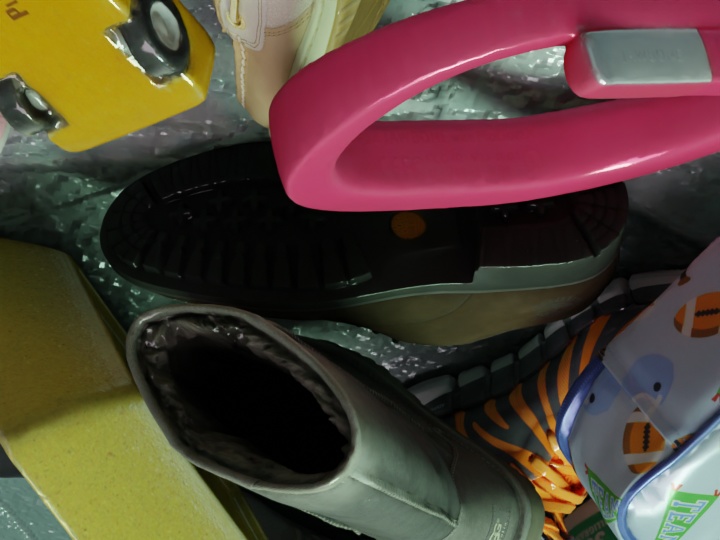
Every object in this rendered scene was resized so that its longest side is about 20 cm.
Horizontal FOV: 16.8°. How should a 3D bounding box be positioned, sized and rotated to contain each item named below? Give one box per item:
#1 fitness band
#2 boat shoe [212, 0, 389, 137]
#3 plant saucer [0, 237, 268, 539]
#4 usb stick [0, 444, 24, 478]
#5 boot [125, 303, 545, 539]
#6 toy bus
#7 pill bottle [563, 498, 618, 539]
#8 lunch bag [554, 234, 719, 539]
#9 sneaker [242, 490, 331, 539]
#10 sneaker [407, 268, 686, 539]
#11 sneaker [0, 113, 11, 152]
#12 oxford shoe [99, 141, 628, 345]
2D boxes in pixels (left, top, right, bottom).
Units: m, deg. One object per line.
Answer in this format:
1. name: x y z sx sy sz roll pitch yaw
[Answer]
1. fitness band: 0.061 -0.057 0.814 0.199 0.038 0.143 -3 166 -43
2. boat shoe: -0.022 -0.115 0.797 0.069 0.074 0.200 28 149 6
3. plant saucer: -0.082 0.082 0.940 0.048 0.200 0.201 -34 117 -2
4. usb stick: -0.093 0.069 1.056 0.198 0.033 0.056 1 135 3
5. boot: -0.032 0.055 0.902 0.181 0.073 0.200 20 180 31
6. toy bus: -0.125 -0.125 0.775 0.065 0.079 0.200 -20 136 26
7. pill bottle: 0.145 0.191 1.000 0.112 0.201 0.114 -8 134 -9
8. lunch bag: 0.177 0.051 0.924 0.200 0.076 0.160 -43 131 7
9. sneaker: -0.008 0.149 1.133 0.086 0.075 0.200 -25 139 14
10. sneaker: 0.088 0.082 0.994 0.077 0.113 0.199 32 134 -32
11. sneaker: -0.227 -0.031 0.903 0.104 0.076 0.200 29 127 -35
12. oxford shoe: 0.000 0.000 0.932 0.198 0.073 0.085 3 149 3
